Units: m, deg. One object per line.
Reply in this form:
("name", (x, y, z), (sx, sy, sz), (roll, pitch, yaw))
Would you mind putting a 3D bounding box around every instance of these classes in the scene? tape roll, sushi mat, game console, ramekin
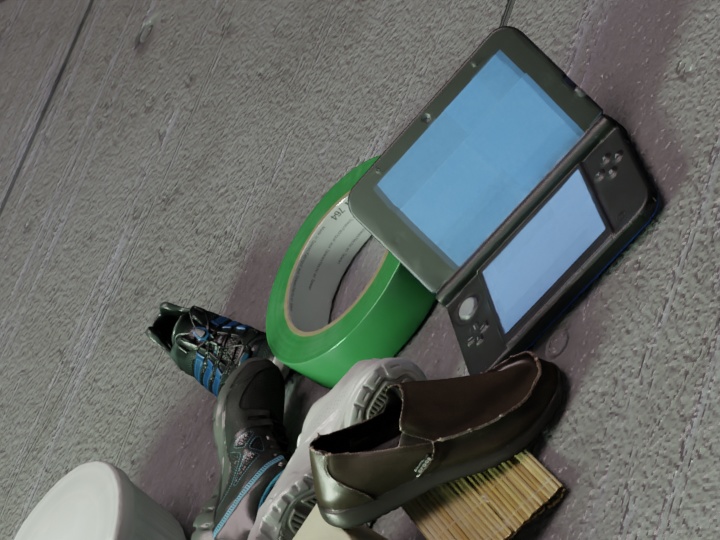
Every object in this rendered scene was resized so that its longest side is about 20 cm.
("tape roll", (0.000, 0.000, 1.818), (0.200, 0.048, 0.201), (-39, 33, 32))
("sushi mat", (0.072, 0.147, 1.557), (0.095, 0.012, 0.200), (-39, 28, -3))
("game console", (0.101, -0.049, 1.623), (0.200, 0.118, 0.171), (-48, 28, 20))
("ramekin", (-0.230, 0.274, 1.867), (0.202, 0.094, 0.203), (-40, 32, 31))

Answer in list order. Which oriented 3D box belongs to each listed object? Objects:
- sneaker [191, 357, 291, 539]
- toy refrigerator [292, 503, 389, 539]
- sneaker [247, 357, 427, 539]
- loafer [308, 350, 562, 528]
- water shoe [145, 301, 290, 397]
("sneaker", (-0.078, 0.161, 1.776), (0.081, 0.073, 0.201), (-15, 53, 32))
("toy refrigerator", (0.012, 0.243, 1.515), (0.070, 0.076, 0.200), (-56, 28, 3))
("sneaker", (-0.023, 0.154, 1.686), (0.200, 0.078, 0.099), (-53, 20, -9))
("loafer", (0.051, 0.110, 1.534), (0.199, 0.072, 0.073), (-30, 27, -3))
("water shoe", (-0.131, 0.074, 1.925), (0.200, 0.079, 0.072), (8, 69, 61))
